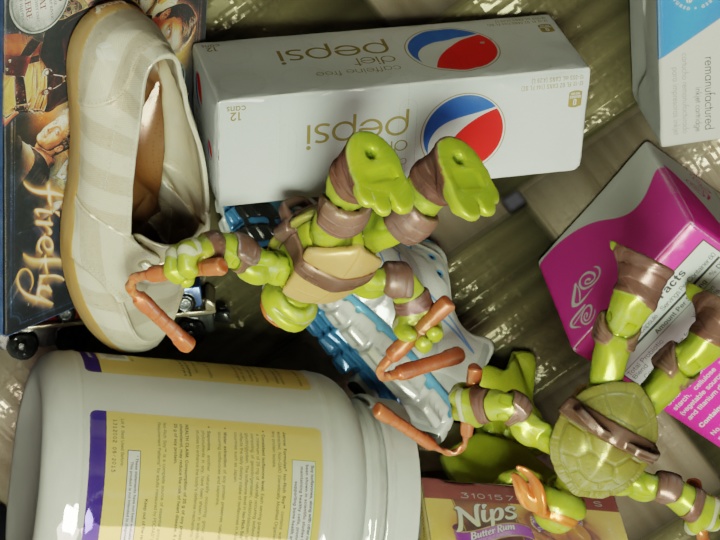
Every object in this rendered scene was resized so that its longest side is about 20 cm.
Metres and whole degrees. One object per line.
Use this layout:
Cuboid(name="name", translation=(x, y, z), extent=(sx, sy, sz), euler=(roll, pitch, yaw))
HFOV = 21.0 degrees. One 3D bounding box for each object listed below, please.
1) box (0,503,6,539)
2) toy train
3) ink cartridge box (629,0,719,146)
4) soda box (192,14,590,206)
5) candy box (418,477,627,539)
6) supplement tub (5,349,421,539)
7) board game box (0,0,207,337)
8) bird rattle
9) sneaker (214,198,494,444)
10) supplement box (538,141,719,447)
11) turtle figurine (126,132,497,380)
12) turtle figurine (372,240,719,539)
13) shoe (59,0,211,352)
Cuboid(name="box", translation=(-0.336, 0.164, 1.110), extent=(0.200, 0.104, 0.182), euler=(-36, 117, 12))
Cuboid(name="toy train", translation=(-0.173, 0.024, 1.095), extent=(0.199, 0.034, 0.046), euler=(-4, 108, -5))
Cuboid(name="ink cartridge box", translation=(0.248, -0.143, 1.036), extent=(0.199, 0.068, 0.116), euler=(-9, 121, -3))
Cuboid(name="soda box", translation=(0.015, -0.085, 1.021), extent=(0.199, 0.068, 0.064), euler=(-7, 124, -13))
Cuboid(name="candy box", translation=(0.068, 0.208, 1.115), extent=(0.116, 0.057, 0.200), euler=(5, 129, -12))
Cuboid(name="supplement tub", translation=(-0.081, 0.122, 1.041), extent=(0.199, 0.146, 0.146), euler=(6, 119, -17))
Cuboid(name="board game box", translation=(-0.139, -0.080, 0.993), extent=(0.135, 0.035, 0.201), euler=(-26, 132, -43))
Cuboid(name="bird rattle", translation=(0.065, 0.146, 1.182), extent=(0.162, 0.113, 0.200), euler=(-2, 133, 7))
Cuboid(name="sneaker", translation=(0.000, 0.000, 1.093), extent=(0.087, 0.075, 0.200), euler=(-47, 109, -24))
Cuboid(name="supplement box", translation=(0.214, 0.033, 1.112), extent=(0.200, 0.101, 0.103), euler=(34, 110, -23))
Cuboid(name="turtle figurine", translation=(-0.002, -0.009, 0.975), extent=(0.199, 0.065, 0.161), euler=(16, 144, -27))
Cuboid(name="turtle figurine", translation=(0.120, 0.070, 1.004), extent=(0.200, 0.064, 0.162), euler=(28, 92, -3))
Cuboid(name="shoe", translation=(-0.112, -0.036, 0.980), extent=(0.070, 0.053, 0.201), euler=(-32, 136, -38))
